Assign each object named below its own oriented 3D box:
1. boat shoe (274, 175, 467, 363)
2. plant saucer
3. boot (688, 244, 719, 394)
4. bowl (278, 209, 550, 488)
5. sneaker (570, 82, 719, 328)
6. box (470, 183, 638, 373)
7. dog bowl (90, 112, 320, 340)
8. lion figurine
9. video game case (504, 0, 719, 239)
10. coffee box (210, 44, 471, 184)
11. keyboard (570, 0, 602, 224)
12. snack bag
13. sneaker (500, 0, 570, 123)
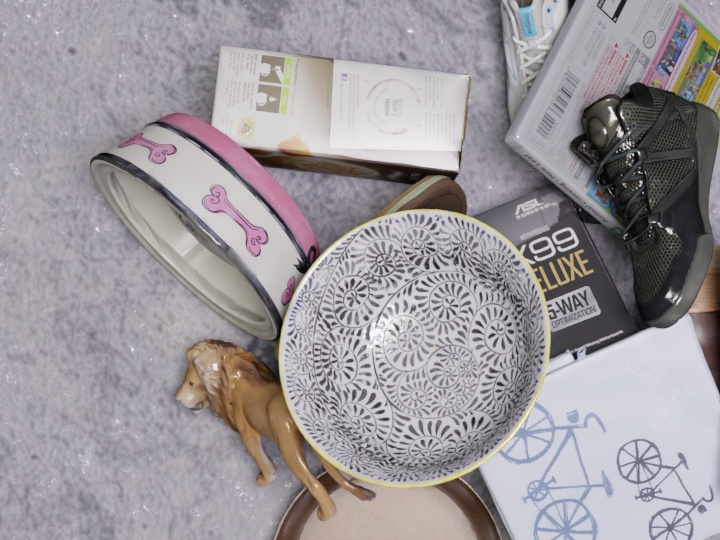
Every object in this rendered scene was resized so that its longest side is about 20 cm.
[{"bbox_3d":[0.000,0.000,1.061,0.200,0.076,0.072,-48,126,-7],"label":"boat shoe"},{"bbox_3d":[0.023,0.252,1.121,0.198,0.032,0.203,0,87,-1],"label":"plant saucer"},{"bbox_3d":[0.327,0.070,1.094,0.198,0.072,0.168,6,84,-21],"label":"boot"},{"bbox_3d":[0.048,0.066,0.980,0.199,0.094,0.203,-6,70,16],"label":"bowl"},{"bbox_3d":[0.207,-0.057,1.008,0.113,0.076,0.201,22,62,-19],"label":"sneaker"},{"bbox_3d":[0.104,0.035,1.085,0.198,0.050,0.159,-21,60,1],"label":"box"},{"bbox_3d":[-0.115,-0.039,1.055,0.200,0.200,0.074,42,74,1],"label":"dog bowl"},{"bbox_3d":[-0.066,0.116,1.063,0.072,0.199,0.123,-33,112,-31],"label":"lion figurine"},{"bbox_3d":[0.224,-0.134,1.087,0.182,0.022,0.201,36,71,-22],"label":"video game case"},{"bbox_3d":[-0.016,-0.122,1.092,0.198,0.114,0.081,7,87,0],"label":"coffee box"},{"bbox_3d":[0.214,-0.138,1.104,0.039,0.104,0.202,-3,88,40],"label":"keyboard"},{"bbox_3d":[0.194,0.143,1.030,0.199,0.021,0.190,-25,103,5],"label":"snack bag"},{"bbox_3d":[0.143,-0.185,1.104,0.074,0.087,0.202,-7,86,22],"label":"sneaker"}]
